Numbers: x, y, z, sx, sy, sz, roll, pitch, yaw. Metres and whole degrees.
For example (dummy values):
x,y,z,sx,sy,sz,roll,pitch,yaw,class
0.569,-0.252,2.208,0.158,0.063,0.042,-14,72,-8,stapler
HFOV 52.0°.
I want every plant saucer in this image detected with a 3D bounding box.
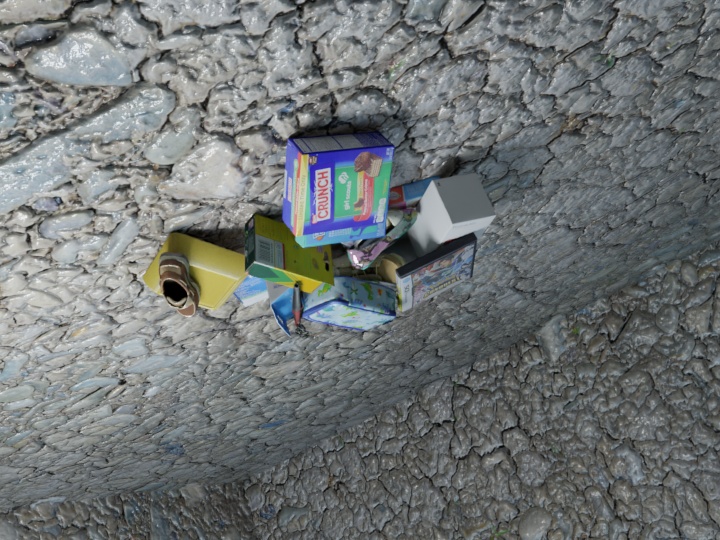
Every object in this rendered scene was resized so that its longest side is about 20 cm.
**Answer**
x,y,z,sx,sy,sz,roll,pitch,yaw,class
-0.350,0.017,1.595,0.198,0.049,0.200,20,139,-26,plant saucer

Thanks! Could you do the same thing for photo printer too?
x,y,z,sx,sy,sz,roll,pitch,yaw,class
0.128,-0.021,1.836,0.165,0.070,0.199,10,-151,37,photo printer

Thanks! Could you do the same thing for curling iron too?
x,y,z,sx,sy,sz,roll,pitch,yaw,class
-0.132,0.088,1.629,0.026,0.049,0.201,-41,153,-27,curling iron

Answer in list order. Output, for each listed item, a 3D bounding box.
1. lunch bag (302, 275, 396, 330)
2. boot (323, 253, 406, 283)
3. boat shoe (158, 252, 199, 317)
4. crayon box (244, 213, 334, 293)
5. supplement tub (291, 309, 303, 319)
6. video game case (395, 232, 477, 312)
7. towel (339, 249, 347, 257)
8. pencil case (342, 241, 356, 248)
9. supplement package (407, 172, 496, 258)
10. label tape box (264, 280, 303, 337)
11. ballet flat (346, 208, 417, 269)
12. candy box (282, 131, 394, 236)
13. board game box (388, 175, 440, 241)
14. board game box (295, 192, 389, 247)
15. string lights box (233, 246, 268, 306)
x,y,z,sx,sy,sz,roll,pitch,yaw,class
-0.026,0.080,1.696,0.198,0.084,0.160,15,156,-37,lunch bag
0.000,0.000,1.710,0.154,0.074,0.199,-12,-161,-36,boot
-0.381,0.045,1.528,0.075,0.073,0.201,-3,145,2,boat shoe
-0.152,-0.030,1.583,0.198,0.128,0.051,19,139,-31,crayon box
-0.122,0.060,1.896,0.198,0.124,0.122,-1,151,-41,supplement tub
0.173,0.008,1.694,0.198,0.026,0.181,-25,152,-9,video game case
-0.036,0.026,1.851,0.200,0.023,0.153,-43,133,-13,towel
-0.038,-0.099,1.662,0.090,0.084,0.200,-8,165,24,pencil case
0.202,-0.111,1.691,0.120,0.121,0.201,-12,155,-22,supplement package
-0.172,0.034,1.680,0.065,0.202,0.143,-18,159,2,label tape box
0.048,-0.088,1.646,0.200,0.069,0.072,-43,122,-15,ballet flat
-0.044,-0.168,1.415,0.198,0.077,0.171,-10,125,-26,candy box
0.111,-0.139,1.761,0.151,0.041,0.201,-16,157,-13,board game box
-0.035,-0.136,1.523,0.198,0.045,0.154,-9,117,-29,board game box
-0.263,0.015,1.746,0.102,0.060,0.200,-21,158,0,string lights box
